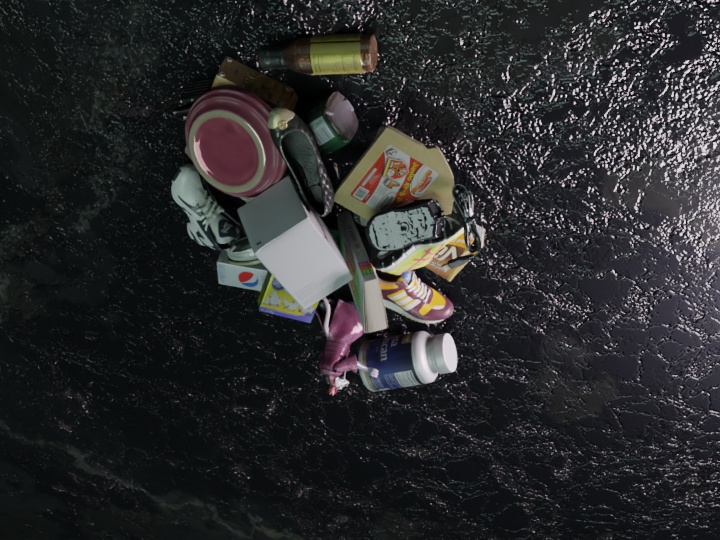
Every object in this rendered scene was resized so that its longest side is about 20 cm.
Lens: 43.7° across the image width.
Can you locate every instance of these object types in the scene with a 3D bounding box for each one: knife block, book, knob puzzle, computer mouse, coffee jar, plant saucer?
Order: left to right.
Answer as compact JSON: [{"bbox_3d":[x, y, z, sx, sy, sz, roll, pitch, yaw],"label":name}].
[{"bbox_3d":[-0.231,-0.282,1.611,0.197,0.065,0.177,24,135,-9],"label":"knife block"},{"bbox_3d":[-0.222,-0.214,1.560,0.196,0.051,0.204,11,123,17],"label":"plant saucer"},{"bbox_3d":[-0.104,-0.232,1.595,0.198,0.105,0.086,-23,115,33],"label":"coffee jar"},{"bbox_3d":[0.000,0.000,1.725,0.047,0.202,0.135,-13,133,-8],"label":"book"},{"bbox_3d":[0.077,-0.148,1.568,0.214,0.031,0.223,-1,131,-1],"label":"knob puzzle"},{"bbox_3d":[0.115,-0.062,1.577,0.196,0.046,0.143,-19,105,8],"label":"computer mouse"}]

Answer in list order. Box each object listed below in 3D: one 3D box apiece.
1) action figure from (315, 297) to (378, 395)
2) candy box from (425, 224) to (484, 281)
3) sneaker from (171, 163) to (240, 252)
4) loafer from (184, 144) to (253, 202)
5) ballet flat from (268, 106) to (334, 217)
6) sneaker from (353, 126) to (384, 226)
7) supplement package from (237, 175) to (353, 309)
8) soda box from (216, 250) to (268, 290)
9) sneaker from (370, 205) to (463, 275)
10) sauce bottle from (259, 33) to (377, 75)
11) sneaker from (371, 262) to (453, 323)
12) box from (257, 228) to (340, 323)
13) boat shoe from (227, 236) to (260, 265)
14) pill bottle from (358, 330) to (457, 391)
[{"bbox_3d":[-0.046,0.160,1.881,0.132,0.204,0.148,-5,158,43],"label":"action figure"},{"bbox_3d":[0.125,-0.076,1.714,0.198,0.056,0.116,29,131,-14],"label":"candy box"},{"bbox_3d":[-0.288,-0.110,1.744,0.128,0.079,0.202,27,141,27],"label":"sneaker"},{"bbox_3d":[-0.254,-0.179,1.714,0.198,0.073,0.063,31,140,-19],"label":"loafer"},{"bbox_3d":[-0.095,-0.184,1.512,0.066,0.057,0.202,-26,111,7],"label":"ballet flat"},{"bbox_3d":[0.036,-0.167,1.629,0.073,0.088,0.202,10,130,-15],"label":"sneaker"},{"bbox_3d":[-0.115,-0.047,1.612,0.116,0.118,0.200,-31,141,6],"label":"supplement package"},{"bbox_3d":[-0.195,-0.001,1.862,0.196,0.069,0.064,10,134,6],"label":"soda box"},{"bbox_3d":[0.118,-0.053,1.658,0.197,0.079,0.090,-26,149,18],"label":"sneaker"},{"bbox_3d":[-0.071,-0.360,1.496,0.196,0.067,0.067,3,134,16],"label":"sauce bottle"},{"bbox_3d":[0.100,0.041,1.819,0.196,0.076,0.091,17,140,-2],"label":"sneaker"},{"bbox_3d":[-0.119,0.000,1.769,0.115,0.049,0.203,13,117,-17],"label":"box"},{"bbox_3d":[-0.182,-0.067,1.800,0.196,0.075,0.069,-14,128,12],"label":"boat shoe"},{"bbox_3d":[0.103,0.192,1.935,0.196,0.112,0.112,-12,129,24],"label":"pill bottle"}]
